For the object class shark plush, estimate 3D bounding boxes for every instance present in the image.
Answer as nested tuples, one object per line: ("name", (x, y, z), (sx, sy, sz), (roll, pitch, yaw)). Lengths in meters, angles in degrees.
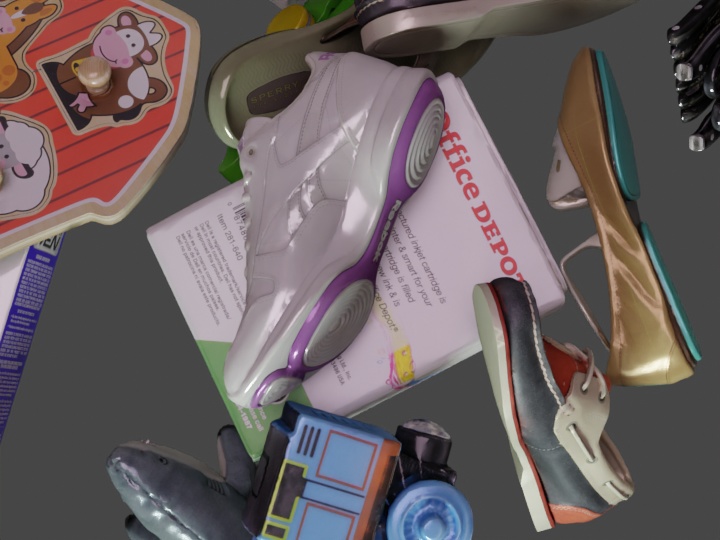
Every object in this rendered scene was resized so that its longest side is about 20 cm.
("shark plush", (-0.074, 0.181, 0.830), (0.090, 0.083, 0.201), (-30, 83, 0))

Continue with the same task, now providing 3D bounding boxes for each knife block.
("knife block", (0.259, -0.134, 0.789), (0.198, 0.176, 0.064), (-17, 126, 3))

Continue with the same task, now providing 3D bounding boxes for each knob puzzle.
("knob puzzle", (-0.186, -0.112, 0.866), (0.217, 0.031, 0.221), (0, 61, -1))

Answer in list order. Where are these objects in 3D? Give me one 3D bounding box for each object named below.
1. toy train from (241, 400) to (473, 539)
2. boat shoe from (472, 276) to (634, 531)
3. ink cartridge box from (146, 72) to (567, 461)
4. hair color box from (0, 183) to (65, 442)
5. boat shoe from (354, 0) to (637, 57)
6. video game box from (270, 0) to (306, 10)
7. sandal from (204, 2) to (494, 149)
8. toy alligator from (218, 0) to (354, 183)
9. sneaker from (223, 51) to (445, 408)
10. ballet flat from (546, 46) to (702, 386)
("toy train", (-0.016, 0.168, 0.762), (0.113, 0.087, 0.202), (17, 89, -7))
("boat shoe", (0.104, 0.071, 0.781), (0.062, 0.201, 0.072), (-15, 46, 7))
("ink cartridge box", (0.000, 0.000, 0.842), (0.199, 0.084, 0.146), (-27, 82, 3))
("hair color box", (-0.259, 0.040, 0.874), (0.108, 0.065, 0.202), (15, 84, 7))
("boat shoe", (0.086, -0.167, 0.811), (0.198, 0.073, 0.063), (-13, 83, -23))
("video game box", (-0.067, -0.289, 0.899), (0.199, 0.047, 0.183), (36, 91, 8))
("sandal", (0.007, -0.119, 0.837), (0.200, 0.057, 0.080), (-30, 115, -21))
("toy alligator", (-0.030, -0.138, 0.879), (0.201, 0.059, 0.054), (-54, 38, -8))
("sneaker", (-0.031, -0.024, 0.778), (0.099, 0.075, 0.201), (23, 82, 22))
("ballet flat", (0.139, -0.029, 0.843), (0.063, 0.069, 0.202), (-18, 81, 17))
